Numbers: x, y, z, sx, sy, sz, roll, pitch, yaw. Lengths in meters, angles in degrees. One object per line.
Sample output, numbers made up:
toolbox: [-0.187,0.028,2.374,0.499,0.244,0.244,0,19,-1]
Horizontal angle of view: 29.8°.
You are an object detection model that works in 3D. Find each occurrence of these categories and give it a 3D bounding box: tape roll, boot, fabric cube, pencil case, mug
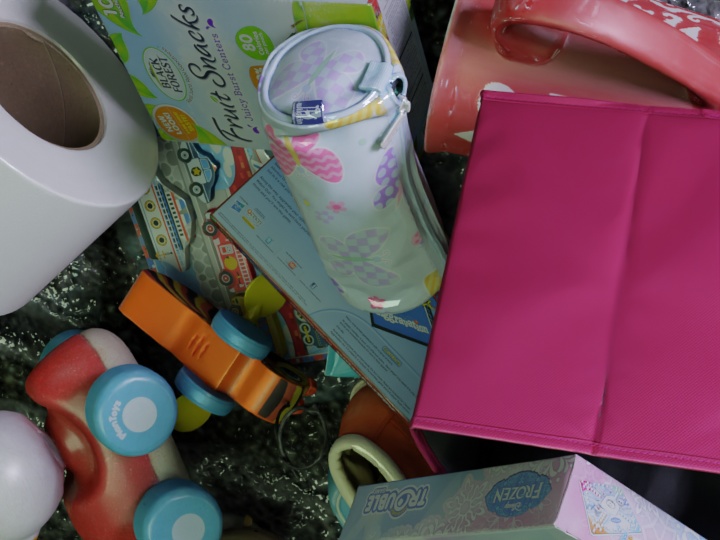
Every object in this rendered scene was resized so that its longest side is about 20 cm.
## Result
tape roll: [-0.258,-0.088,0.929,0.139,0.203,0.203,-38,97,27]
boot: [0.040,0.177,0.958,0.075,0.107,0.201,-24,105,25]
fabric cube: [0.155,0.039,0.771,0.198,0.201,0.196,7,157,17]
pencil case: [0.002,-0.059,0.840,0.090,0.084,0.201,-2,142,14]
mug: [0.147,-0.106,0.816,0.198,0.178,0.135,16,110,5]

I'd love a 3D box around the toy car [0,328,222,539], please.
toy car: [-0.234,0.156,0.986,0.199,0.184,0.178,-26,108,-20]

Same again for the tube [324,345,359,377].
tube: [0.072,0.056,0.974,0.198,0.050,0.078,10,94,16]

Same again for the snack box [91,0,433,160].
snack box: [-0.060,-0.141,0.881,0.198,0.053,0.143,8,144,22]

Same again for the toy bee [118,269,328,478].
toy bee: [-0.086,0.080,0.992,0.131,0.109,0.201,-36,68,16]

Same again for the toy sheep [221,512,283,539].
toy sheep: [-0.121,0.265,1.077,0.138,0.138,0.200,43,123,-4]

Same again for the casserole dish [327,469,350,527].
casserole dish: [0.056,0.163,1.027,0.200,0.039,0.121,-38,97,27]

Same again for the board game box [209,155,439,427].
board game box: [0.000,0.000,0.938,0.103,0.019,0.200,-43,84,-10]

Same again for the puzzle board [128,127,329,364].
puzzle board: [-0.096,-0.017,1.012,0.149,0.017,0.202,-10,108,21]

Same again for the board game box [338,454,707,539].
board game box: [0.120,0.174,0.760,0.198,0.044,0.199,33,152,-23]
